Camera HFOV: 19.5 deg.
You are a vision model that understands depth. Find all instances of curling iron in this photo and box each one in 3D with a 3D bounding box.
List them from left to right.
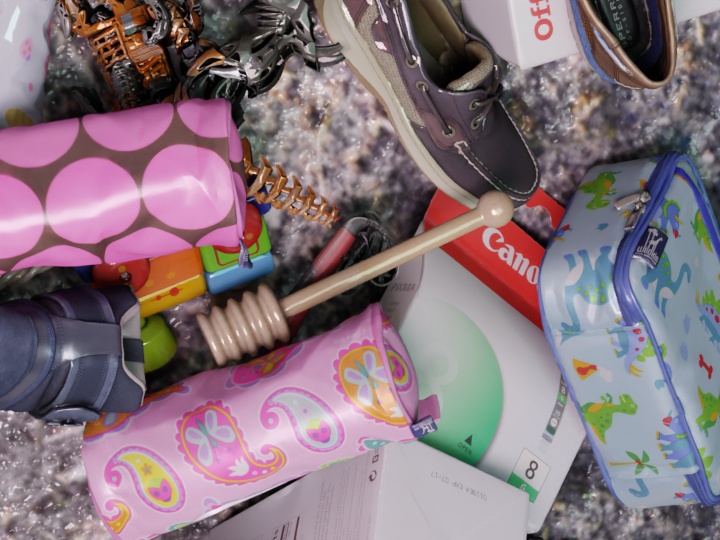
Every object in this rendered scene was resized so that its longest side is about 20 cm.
[{"bbox_3d":[-0.045,0.048,1.253,0.050,0.026,0.200,44,79,-26],"label":"curling iron"}]

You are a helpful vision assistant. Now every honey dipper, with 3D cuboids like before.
[{"bbox_3d":[0.000,0.000,1.227,0.199,0.038,0.038,-26,116,-6],"label":"honey dipper"}]

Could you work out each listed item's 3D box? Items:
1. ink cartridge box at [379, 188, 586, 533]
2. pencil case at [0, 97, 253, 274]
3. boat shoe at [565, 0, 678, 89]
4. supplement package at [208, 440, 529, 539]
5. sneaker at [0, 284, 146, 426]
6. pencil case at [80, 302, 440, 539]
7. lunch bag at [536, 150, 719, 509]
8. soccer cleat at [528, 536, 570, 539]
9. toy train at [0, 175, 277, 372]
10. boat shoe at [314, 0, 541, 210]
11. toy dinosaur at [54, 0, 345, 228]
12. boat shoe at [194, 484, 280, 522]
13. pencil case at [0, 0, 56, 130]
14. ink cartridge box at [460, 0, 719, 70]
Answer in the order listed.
[{"bbox_3d":[0.089,0.038,1.305,0.161,0.050,0.201,37,73,-28],"label":"ink cartridge box"},{"bbox_3d":[-0.159,-0.034,1.123,0.199,0.094,0.091,-7,76,-7],"label":"pencil case"},{"bbox_3d":[0.137,-0.193,1.168,0.072,0.072,0.201,-31,116,-6],"label":"boat shoe"},{"bbox_3d":[-0.004,0.195,1.277,0.113,0.110,0.200,26,142,-26],"label":"supplement package"},{"bbox_3d":[-0.202,0.056,1.179,0.145,0.202,0.077,-4,83,-31],"label":"sneaker"},{"bbox_3d":[-0.058,0.090,1.188,0.199,0.088,0.088,-21,117,8],"label":"pencil case"},{"bbox_3d":[0.189,0.035,1.327,0.082,0.161,0.201,-7,120,31],"label":"lunch bag"},{"bbox_3d":[0.178,0.245,1.442,0.199,0.070,0.087,16,103,-25],"label":"soccer cleat"},{"bbox_3d":[-0.144,0.014,1.239,0.199,0.085,0.116,-22,129,-11],"label":"toy train"},{"bbox_3d":[0.052,-0.112,1.254,0.200,0.065,0.072,50,45,-24],"label":"boat shoe"},{"bbox_3d":[-0.085,-0.109,1.196,0.136,0.102,0.200,-43,111,0],"label":"toy dinosaur"},{"bbox_3d":[-0.041,0.086,1.304,0.198,0.074,0.068,-24,97,-17],"label":"boat shoe"},{"bbox_3d":[-0.198,-0.169,1.138,0.083,0.091,0.201,6,108,-22],"label":"pencil case"},{"bbox_3d":[0.156,-0.221,1.252,0.199,0.084,0.145,-18,114,-12],"label":"ink cartridge box"}]
